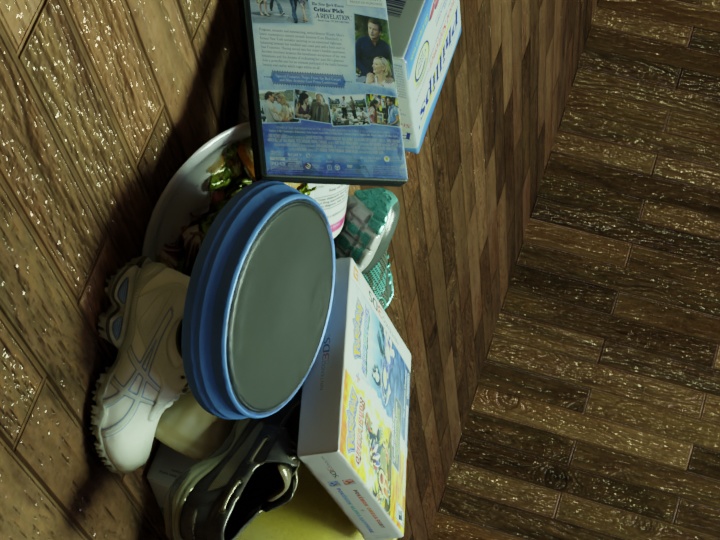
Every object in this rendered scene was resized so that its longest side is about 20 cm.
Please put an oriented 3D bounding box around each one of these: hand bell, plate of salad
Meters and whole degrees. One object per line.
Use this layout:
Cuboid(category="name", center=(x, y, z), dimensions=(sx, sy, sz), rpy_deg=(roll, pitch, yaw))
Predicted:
Cuboid(category="hand bell", center=(-0.112, 0.059, 1.402), dimensions=(0.201, 0.104, 0.104), rpy_deg=(-64, 170, 12))
Cuboid(category="plate of salad", center=(-0.108, -0.036, 1.399), dimensions=(0.199, 0.048, 0.201), rpy_deg=(-32, 140, -32))

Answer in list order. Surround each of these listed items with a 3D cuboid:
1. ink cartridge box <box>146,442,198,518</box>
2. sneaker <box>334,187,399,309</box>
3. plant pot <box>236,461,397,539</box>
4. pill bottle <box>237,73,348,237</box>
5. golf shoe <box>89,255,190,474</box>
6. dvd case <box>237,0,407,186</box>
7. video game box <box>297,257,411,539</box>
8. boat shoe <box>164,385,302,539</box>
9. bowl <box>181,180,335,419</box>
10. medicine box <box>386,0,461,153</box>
Cuboid(category="ink cartridge box", center=(-0.129, 0.160, 1.584), dimensions=(0.146, 0.087, 0.201), rpy_deg=(83, 26, -59))
Cuboid(category="sneaker", center=(0.000, 0.000, 1.602), dimensions=(0.091, 0.078, 0.201), rpy_deg=(-1, 131, -39))
Cuboid(category="plant pot", center=(-0.040, 0.254, 1.562), dimensions=(0.200, 0.141, 0.202), rpy_deg=(17, 90, -78))
Cuboid(category="pill bottle", center=(-0.060, -0.134, 1.494), dimensions=(0.113, 0.112, 0.202), rpy_deg=(-54, 155, -59))
Cuboid(category="golf shoe", center=(-0.168, 0.091, 1.318), dimensions=(0.078, 0.096, 0.202), rpy_deg=(-55, 158, -59))
Cuboid(category="dvd case", center=(-0.035, -0.172, 1.390), dimensions=(0.018, 0.141, 0.202), rpy_deg=(147, -60, -61))
Cuboid(category="video game box", center=(-0.002, 0.120, 1.462), dimensions=(0.182, 0.046, 0.202), rpy_deg=(55, 32, -51))
Cuboid(category="boat shoe", center=(-0.087, 0.176, 1.374), dimensions=(0.200, 0.073, 0.075), rpy_deg=(-45, 143, -40))
Cuboid(category="bowl", center=(-0.079, 0.028, 1.316), dimensions=(0.200, 0.039, 0.202), rpy_deg=(-40, 136, -53))
Cuboid(category="medicine box", center=(0.040, -0.267, 1.804), dimensions=(0.200, 0.102, 0.184), rpy_deg=(75, 31, -63))
